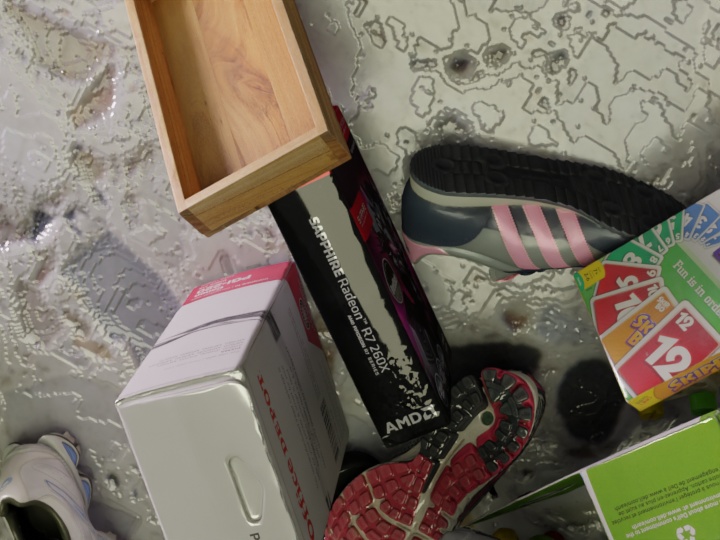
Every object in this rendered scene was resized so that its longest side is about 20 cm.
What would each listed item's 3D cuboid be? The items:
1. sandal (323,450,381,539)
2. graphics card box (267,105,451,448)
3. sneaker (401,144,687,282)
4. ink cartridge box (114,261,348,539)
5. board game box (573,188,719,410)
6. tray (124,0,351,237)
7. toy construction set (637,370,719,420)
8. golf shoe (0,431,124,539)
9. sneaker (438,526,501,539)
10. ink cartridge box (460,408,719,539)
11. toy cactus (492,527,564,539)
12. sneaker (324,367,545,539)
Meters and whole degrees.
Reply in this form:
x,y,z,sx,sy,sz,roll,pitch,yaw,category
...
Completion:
x,y,z,sx,sy,sz,roll,pitch,yaw,category
-0.066,0.201,0.925,0.200,0.048,0.076,-33,118,-1,sandal
0.000,0.000,0.811,0.051,0.126,0.201,-22,104,10,graphics card box
0.124,-0.026,0.833,0.199,0.070,0.082,13,130,0,sneaker
-0.074,0.099,0.809,0.084,0.200,0.146,-14,106,9,ink cartridge box
0.230,-0.005,0.739,0.199,0.096,0.030,-31,145,20,board game box
-0.080,-0.126,0.752,0.098,0.201,0.037,-27,147,12,tray
0.262,0.036,0.807,0.199,0.093,0.131,-21,150,10,toy construction set
-0.212,0.222,0.915,0.078,0.097,0.201,-26,106,10,golf shoe
0.102,0.214,0.794,0.115,0.075,0.200,17,152,37,sneaker
0.189,0.150,0.800,0.200,0.147,0.076,-33,72,35,ink cartridge box
0.055,0.245,0.874,0.199,0.165,0.103,-26,84,7,toy cactus
0.057,0.150,0.876,0.200,0.075,0.081,-45,72,16,sneaker
